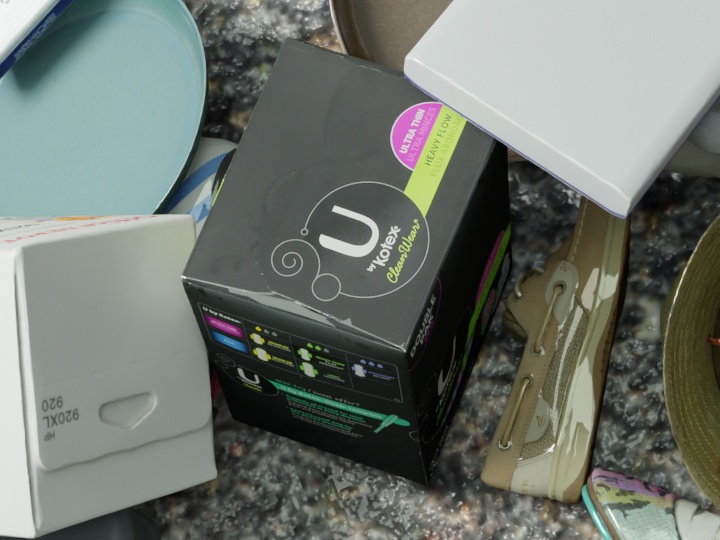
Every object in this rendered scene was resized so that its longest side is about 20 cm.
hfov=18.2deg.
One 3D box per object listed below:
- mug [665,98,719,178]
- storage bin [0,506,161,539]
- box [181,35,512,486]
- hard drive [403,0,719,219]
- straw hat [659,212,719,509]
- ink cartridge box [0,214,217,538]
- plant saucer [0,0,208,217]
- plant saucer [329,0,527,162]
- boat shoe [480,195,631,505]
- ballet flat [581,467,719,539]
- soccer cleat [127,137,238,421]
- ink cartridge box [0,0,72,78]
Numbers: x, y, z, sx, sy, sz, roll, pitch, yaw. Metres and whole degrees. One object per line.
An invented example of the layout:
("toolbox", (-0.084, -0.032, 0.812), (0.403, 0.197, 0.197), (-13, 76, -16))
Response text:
("mug", (0.222, -0.113, 1.197), (0.175, 0.200, 0.148), (-15, 113, 9))
("storage bin", (-0.185, 0.199, 1.193), (0.199, 0.146, 0.135), (-4, 75, 8))
("box", (0.000, 0.000, 1.181), (0.124, 0.200, 0.149), (17, 68, 13))
("hard drive", (0.133, -0.135, 1.118), (0.132, 0.025, 0.200), (34, 67, 13))
("straw hat", (0.207, 0.030, 1.207), (0.201, 0.201, 0.085), (-56, 34, -8))
("ink cartridge box", (-0.198, 0.049, 1.175), (0.200, 0.147, 0.145), (0, 98, 34))
("plant saucer", (-0.166, -0.079, 1.295), (0.200, 0.027, 0.201), (-14, 61, 26))
("plant saucer", (0.075, -0.160, 1.280), (0.200, 0.032, 0.201), (1, 86, -13))
("boat shoe", (0.109, 0.025, 1.236), (0.064, 0.071, 0.201), (10, 78, 10))
("ballet flat", (0.193, 0.180, 1.176), (0.071, 0.069, 0.200), (-33, 78, 23))
("soccer cleat", (-0.114, 0.019, 1.279), (0.086, 0.070, 0.201), (9, 73, 26))
("ink cartridge box", (-0.221, -0.244, 1.302), (0.200, 0.041, 0.200), (-45, 88, 7))
